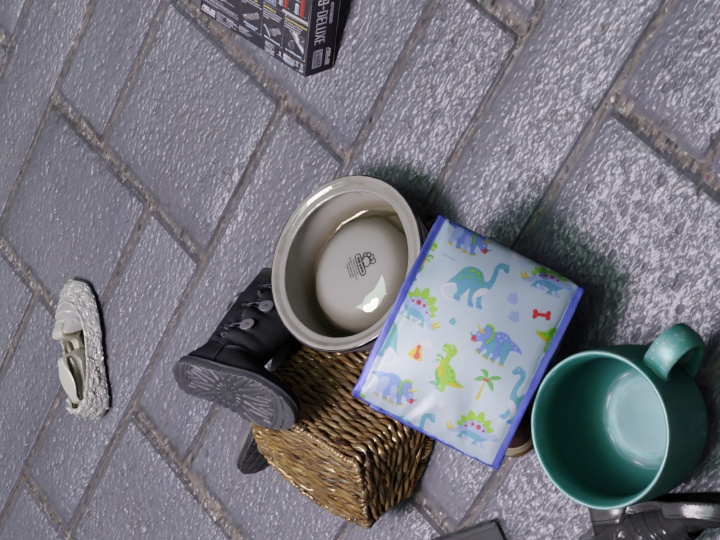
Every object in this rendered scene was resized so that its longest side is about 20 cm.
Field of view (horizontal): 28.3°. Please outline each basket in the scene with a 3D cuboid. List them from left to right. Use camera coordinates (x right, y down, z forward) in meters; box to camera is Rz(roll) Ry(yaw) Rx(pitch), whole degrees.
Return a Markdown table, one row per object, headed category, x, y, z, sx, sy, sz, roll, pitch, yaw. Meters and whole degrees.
| category | x | y | z | sx | sy | sz | roll | pitch | yaw |
| --- | --- | --- | --- | --- | --- | --- | --- | --- | --- |
| basket | -0.012 | 0.185 | 1.655 | 0.199 | 0.149 | 0.143 | 28 | 143 | 36 |

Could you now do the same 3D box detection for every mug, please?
| category | x | y | z | sx | sy | sz | roll | pitch | yaw |
| --- | --- | --- | --- | --- | --- | --- | --- | --- | --- |
| mug | 0.270 | 0.144 | 1.376 | 0.184 | 0.114 | 0.153 | -21 | 79 | 39 |

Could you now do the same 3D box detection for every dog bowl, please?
| category | x | y | z | sx | sy | sz | roll | pitch | yaw |
| --- | --- | --- | --- | --- | --- | --- | --- | --- | --- |
| dog bowl | 0.000 | 0.000 | 1.593 | 0.199 | 0.074 | 0.202 | -11 | 70 | 31 |

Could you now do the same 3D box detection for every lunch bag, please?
| category | x | y | z | sx | sy | sz | roll | pitch | yaw |
| --- | --- | --- | --- | --- | --- | --- | --- | --- | --- |
| lunch bag | 0.108 | 0.076 | 1.438 | 0.169 | 0.128 | 0.201 | 26 | 79 | 8 |

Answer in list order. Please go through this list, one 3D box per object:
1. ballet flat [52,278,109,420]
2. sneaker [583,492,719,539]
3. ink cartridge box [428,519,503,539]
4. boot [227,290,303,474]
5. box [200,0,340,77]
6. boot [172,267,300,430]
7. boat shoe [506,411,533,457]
| category | x | y | z | sx | sy | sz | roll | pitch | yaw |
| --- | --- | --- | --- | --- | --- | --- | --- | --- | --- |
| ballet flat | -0.391 | 0.108 | 1.970 | 0.071 | 0.071 | 0.202 | -18 | 81 | 40 |
| sneaker | 0.288 | 0.276 | 1.410 | 0.199 | 0.060 | 0.105 | -9 | 86 | 46 |
| ink cartridge box | 0.115 | 0.380 | 1.505 | 0.085 | 0.145 | 0.201 | -35 | 71 | 38 |
| boot | -0.133 | 0.137 | 1.761 | 0.131 | 0.070 | 0.201 | 28 | 100 | 38 |
| box | -0.107 | -0.342 | 1.673 | 0.200 | 0.050 | 0.159 | 35 | 133 | 33 |
| boot | -0.094 | 0.083 | 1.641 | 0.164 | 0.200 | 0.066 | 21 | 132 | 23 |
| boat shoe | 0.101 | 0.127 | 1.531 | 0.200 | 0.072 | 0.072 | 34 | 81 | 31 |
